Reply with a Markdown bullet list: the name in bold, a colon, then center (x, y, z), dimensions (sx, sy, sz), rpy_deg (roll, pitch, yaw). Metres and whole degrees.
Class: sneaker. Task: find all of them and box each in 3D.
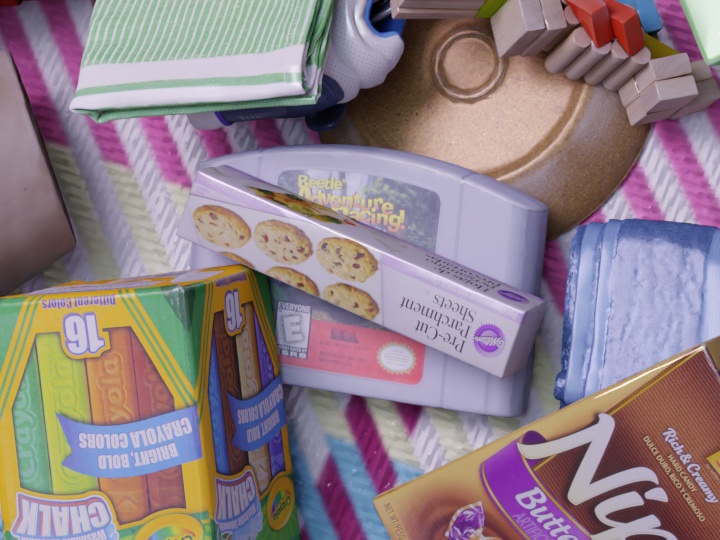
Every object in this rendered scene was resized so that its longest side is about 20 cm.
- **sneaker**: center (-0.029, -0.169, 1.632), dimensions (0.146, 0.081, 0.201), rpy_deg (-14, 51, 14)

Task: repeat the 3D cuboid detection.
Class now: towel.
- **towel**: center (0.202, 0.034, 1.541), dimensions (0.199, 0.049, 0.112), rpy_deg (5, 81, 20)
- **towel**: center (-0.074, -0.172, 1.590), dimensions (0.152, 0.023, 0.201), rpy_deg (-4, 61, 25)

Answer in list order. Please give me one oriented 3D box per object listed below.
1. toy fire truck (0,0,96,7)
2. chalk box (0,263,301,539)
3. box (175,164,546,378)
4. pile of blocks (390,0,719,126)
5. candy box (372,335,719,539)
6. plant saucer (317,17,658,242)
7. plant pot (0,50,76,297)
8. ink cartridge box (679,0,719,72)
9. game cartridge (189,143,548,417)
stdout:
- **toy fire truck**: center (-0.194, -0.172, 1.661), dimensions (0.199, 0.176, 0.129), rpy_deg (-3, 76, 2)
- **chalk box**: center (-0.113, 0.104, 1.571), dimensions (0.124, 0.124, 0.201), rpy_deg (-6, 93, 21)
- **box**: center (-0.001, -0.001, 1.563), dimensions (0.199, 0.039, 0.042), rpy_deg (24, 105, 17)
- **pile of blocks**: center (0.108, -0.145, 1.558), dimensions (0.199, 0.062, 0.082), rpy_deg (24, 71, -10)
- **candy box**: center (0.120, 0.126, 1.514), dimensions (0.199, 0.056, 0.117), rpy_deg (-27, 85, 19)
- **plant saucer**: center (0.064, -0.108, 1.626), dimensions (0.199, 0.035, 0.201), rpy_deg (-4, 76, 17)
- **plant pot**: center (-0.257, -0.040, 1.648), dimensions (0.173, 0.200, 0.201), rpy_deg (-19, 72, -3)
- **ink cartridge box**: center (0.220, -0.220, 1.561), dimensions (0.145, 0.084, 0.201), rpy_deg (-29, 70, 23)
- **game cartridge**: center (0.000, 0.000, 1.603), dimensions (0.199, 0.041, 0.134), rpy_deg (7, 94, 20)
